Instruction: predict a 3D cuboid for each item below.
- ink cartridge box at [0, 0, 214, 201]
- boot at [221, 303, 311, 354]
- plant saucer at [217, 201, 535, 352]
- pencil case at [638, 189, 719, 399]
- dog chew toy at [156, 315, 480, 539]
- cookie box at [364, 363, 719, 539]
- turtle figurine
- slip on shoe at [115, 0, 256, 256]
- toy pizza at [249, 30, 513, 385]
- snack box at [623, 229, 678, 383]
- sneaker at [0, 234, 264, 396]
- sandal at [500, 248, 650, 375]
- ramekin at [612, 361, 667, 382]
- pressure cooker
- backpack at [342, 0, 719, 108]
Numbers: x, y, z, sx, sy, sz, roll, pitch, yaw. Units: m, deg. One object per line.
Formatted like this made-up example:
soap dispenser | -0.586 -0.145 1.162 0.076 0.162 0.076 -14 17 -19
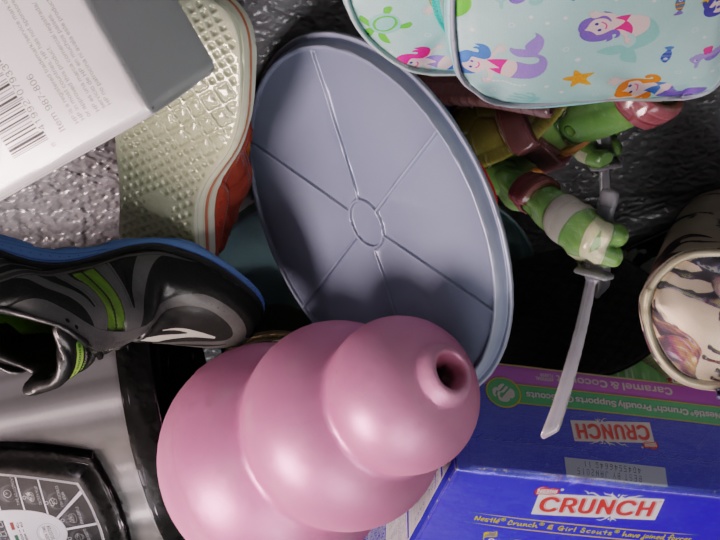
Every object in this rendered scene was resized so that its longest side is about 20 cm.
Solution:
ink cartridge box | -0.192 -0.100 1.102 0.200 0.084 0.145 -26 98 25
boot | -0.031 0.128 1.417 0.077 0.139 0.200 -18 145 15
plant saucer | 0.000 0.000 1.385 0.199 0.027 0.200 -5 145 -4
pencil case | 0.198 0.008 1.278 0.089 0.200 0.078 25 105 5
dog chew toy | -0.015 0.082 1.216 0.124 0.125 0.200 19 149 -32
cookie box | 0.103 0.140 1.326 0.171 0.075 0.200 8 142 -13
turtle figurine | 0.134 -0.057 1.236 0.194 0.200 0.144 -38 169 30
slip on shoe | -0.086 -0.070 1.247 0.074 0.061 0.200 25 138 13
toy pizza | 0.014 -0.029 1.230 0.032 0.200 0.200 -27 156 -33
snack box | 0.181 0.030 1.450 0.200 0.037 0.116 -25 139 23
sneaker | -0.144 0.027 1.228 0.199 0.083 0.071 3 143 -26
sandal | 0.083 0.035 1.382 0.200 0.076 0.048 -13 170 20
ramekin | 0.110 0.128 1.460 0.199 0.098 0.200 -1 144 -1
pressure cooker | -0.187 0.100 1.364 0.199 0.176 0.179 -11 161 7
backpack | 0.083 -0.164 1.076 0.199 0.151 0.178 1 140 0
